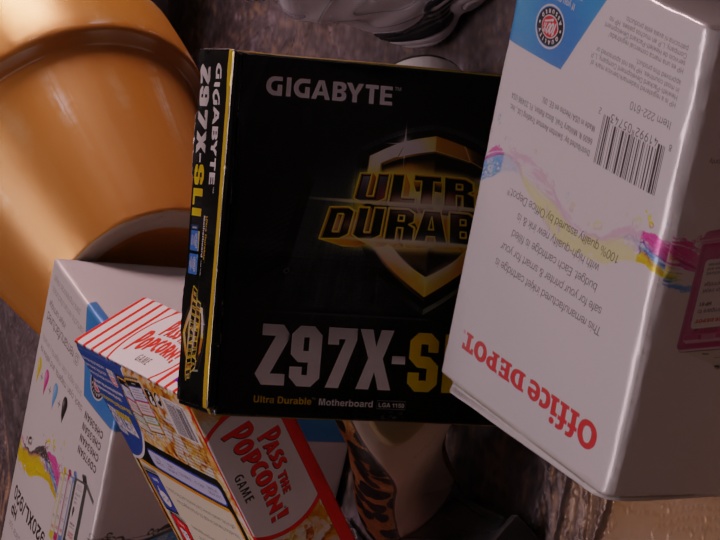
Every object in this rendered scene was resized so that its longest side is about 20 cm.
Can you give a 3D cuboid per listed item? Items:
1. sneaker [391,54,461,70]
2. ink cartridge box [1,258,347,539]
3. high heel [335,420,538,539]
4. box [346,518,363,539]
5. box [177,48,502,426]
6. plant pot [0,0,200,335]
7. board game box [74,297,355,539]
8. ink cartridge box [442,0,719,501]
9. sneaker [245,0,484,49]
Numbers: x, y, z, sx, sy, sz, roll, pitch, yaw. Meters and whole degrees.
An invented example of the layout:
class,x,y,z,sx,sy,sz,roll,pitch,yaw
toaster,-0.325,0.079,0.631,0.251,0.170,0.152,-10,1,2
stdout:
class,x,y,z,sx,sy,sz,roll,pitch,yaw
sneaker,0.000,0.000,1.464,0.200,0.083,0.121,-50,37,23
ink cartridge box,-0.106,0.116,1.637,0.147,0.144,0.201,-135,54,-59
high heel,0.000,0.062,1.408,0.142,0.071,0.201,12,135,62
box,-0.010,0.242,1.521,0.200,0.049,0.159,-134,53,-59
box,0.020,-0.012,1.306,0.049,0.199,0.161,-167,82,-66
plant pot,-0.164,-0.044,1.747,0.184,0.199,0.201,55,136,41
board game box,-0.053,0.119,1.400,0.151,0.046,0.201,21,139,63
ink cartridge box,0.118,-0.021,1.218,0.144,0.084,0.201,36,118,55
sneaker,0.018,-0.175,1.438,0.200,0.114,0.076,134,134,-55
